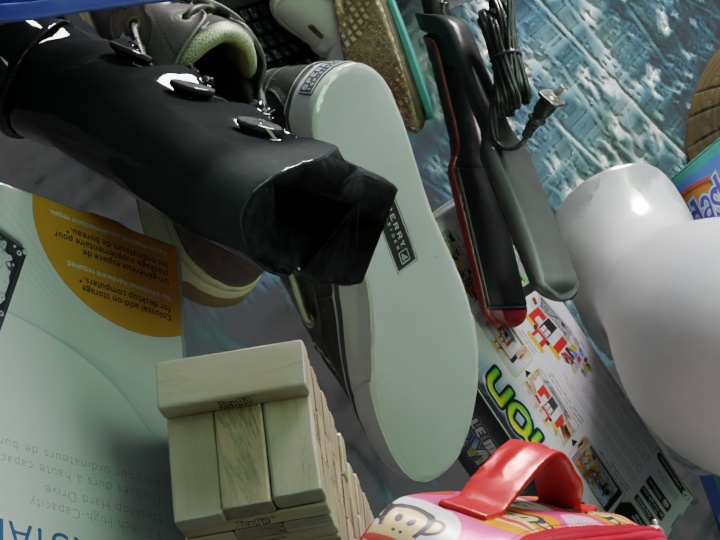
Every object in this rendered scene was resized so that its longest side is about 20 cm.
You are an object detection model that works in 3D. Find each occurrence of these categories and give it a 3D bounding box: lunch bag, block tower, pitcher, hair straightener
[{"bbox_3d":[0.052,0.153,0.769,0.200,0.081,0.178,8,97,-62],"label":"lunch bag"},{"bbox_3d":[-0.027,0.096,0.745,0.200,0.054,0.058,71,9,-60],"label":"block tower"},{"bbox_3d":[0.183,0.049,0.993,0.200,0.121,0.173,41,-26,64],"label":"pitcher"},{"bbox_3d":[0.075,-0.078,0.973,0.041,0.077,0.202,8,66,-45],"label":"hair straightener"}]

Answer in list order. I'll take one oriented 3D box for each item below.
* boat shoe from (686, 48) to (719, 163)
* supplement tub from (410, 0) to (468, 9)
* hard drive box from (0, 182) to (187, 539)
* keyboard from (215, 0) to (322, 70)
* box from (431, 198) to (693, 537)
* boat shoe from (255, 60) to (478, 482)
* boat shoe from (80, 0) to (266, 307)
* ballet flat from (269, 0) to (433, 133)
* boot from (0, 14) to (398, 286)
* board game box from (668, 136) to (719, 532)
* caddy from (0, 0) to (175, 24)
[{"bbox_3d":[0.254,-0.059,1.250,0.063,0.073,0.202,33,46,-40],"label":"boat shoe"},{"bbox_3d":[0.022,-0.255,1.052,0.200,0.145,0.145,46,38,-17],"label":"supplement tub"},{"bbox_3d":[-0.139,0.071,0.697,0.155,0.077,0.201,20,52,-39],"label":"hard drive box"},{"bbox_3d":[-0.053,-0.085,0.952,0.200,0.021,0.128,-27,87,-53],"label":"keyboard"},{"bbox_3d":[0.083,0.064,0.992,0.201,0.035,0.110,56,37,-4],"label":"box"},{"bbox_3d":[0.000,0.000,0.908,0.070,0.063,0.202,-27,111,-38],"label":"boat shoe"},{"bbox_3d":[-0.072,-0.086,0.861,0.071,0.066,0.202,4,61,-46],"label":"boat shoe"},{"bbox_3d":[-0.021,-0.157,0.973,0.071,0.065,0.202,-142,-146,-84],"label":"ballet flat"},{"bbox_3d":[-0.106,-0.053,0.743,0.199,0.066,0.164,34,25,30],"label":"boot"},{"bbox_3d":[0.219,0.035,1.070,0.045,0.152,0.201,-10,72,-29],"label":"board game box"},{"bbox_3d":[-0.128,-0.136,0.696,0.199,0.106,0.141,-15,33,-44],"label":"caddy"}]
